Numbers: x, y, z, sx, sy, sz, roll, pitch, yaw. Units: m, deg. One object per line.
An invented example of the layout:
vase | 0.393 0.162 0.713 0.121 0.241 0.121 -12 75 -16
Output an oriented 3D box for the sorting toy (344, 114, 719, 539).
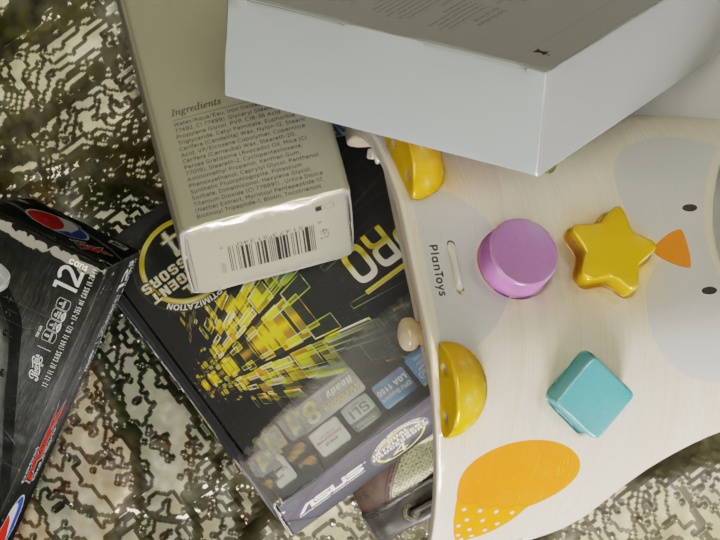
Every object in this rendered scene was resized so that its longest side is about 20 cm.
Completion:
sorting toy | 0.102 0.002 1.240 0.179 0.107 0.201 -8 71 -11

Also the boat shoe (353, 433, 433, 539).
boat shoe | 0.088 0.071 1.349 0.199 0.073 0.065 -18 93 3

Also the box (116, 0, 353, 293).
box | -0.065 -0.097 1.312 0.082 0.068 0.201 -13 65 -3

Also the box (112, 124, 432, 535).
box | 0.000 0.000 1.327 0.200 0.049 0.161 -35 66 -6

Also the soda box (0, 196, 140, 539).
soda box | -0.172 0.070 1.298 0.063 0.071 0.201 25 99 5

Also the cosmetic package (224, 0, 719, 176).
cosmetic package | 0.055 -0.107 1.250 0.150 0.200 0.052 14 115 26

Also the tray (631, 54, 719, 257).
tray | 0.143 -0.078 1.320 0.107 0.022 0.200 -32 61 3
